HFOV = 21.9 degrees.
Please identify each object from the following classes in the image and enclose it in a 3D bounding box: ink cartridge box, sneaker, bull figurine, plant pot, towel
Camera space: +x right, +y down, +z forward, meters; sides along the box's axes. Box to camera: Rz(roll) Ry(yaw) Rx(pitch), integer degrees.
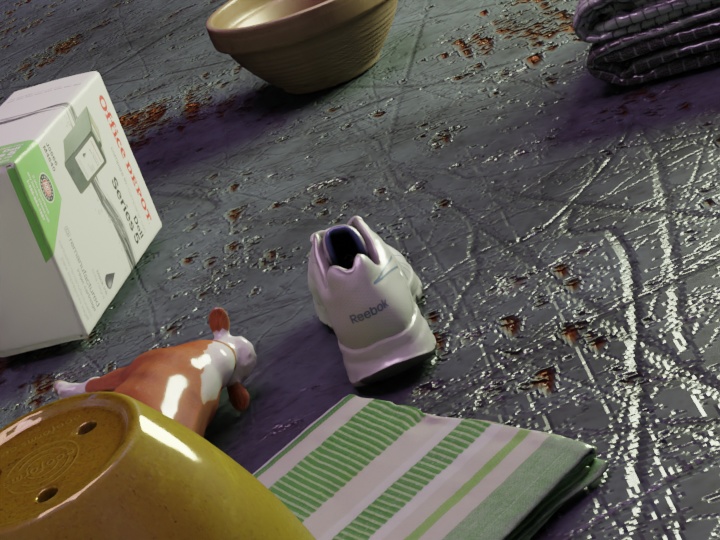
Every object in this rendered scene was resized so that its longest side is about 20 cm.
[{"bbox_3d":[-0.242,-0.048,1.442,0.083,0.146,0.200,-13,23,18],"label":"ink cartridge box"},{"bbox_3d":[0.000,0.000,1.201,0.074,0.088,0.200,-24,20,-4],"label":"sneaker"},{"bbox_3d":[-0.134,0.093,1.131,0.121,0.065,0.200,-19,18,16],"label":"bull figurine"},{"bbox_3d":[-0.118,0.143,0.857,0.199,0.143,0.200,-21,25,10],"label":"plant pot"},{"bbox_3d":[0.279,-0.225,1.498,0.199,0.086,0.166,-14,20,21],"label":"towel"},{"bbox_3d":[-0.042,-0.233,1.804,0.199,0.093,0.201,-19,20,7],"label":"plant pot"},{"bbox_3d":[0.013,0.123,0.978,0.199,0.024,0.152,6,35,47],"label":"towel"}]
